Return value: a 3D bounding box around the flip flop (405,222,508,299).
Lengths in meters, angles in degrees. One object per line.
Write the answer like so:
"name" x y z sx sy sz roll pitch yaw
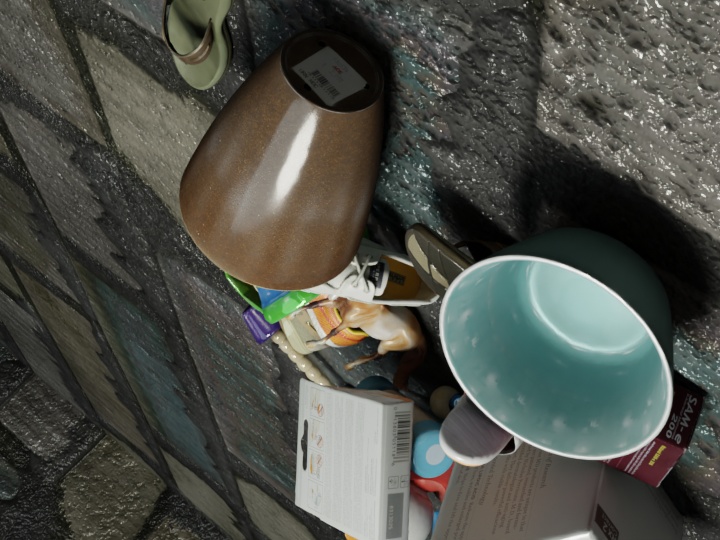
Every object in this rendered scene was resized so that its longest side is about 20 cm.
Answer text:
"flip flop" 0.133 0.008 1.041 0.198 0.058 0.081 24 155 7

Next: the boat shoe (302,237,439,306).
"boat shoe" 0.000 0.000 1.125 0.199 0.072 0.070 18 175 -37

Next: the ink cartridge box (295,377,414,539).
"ink cartridge box" -0.010 0.217 1.297 0.199 0.050 0.164 7 96 62

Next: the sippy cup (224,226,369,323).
"sippy cup" -0.078 -0.032 1.230 0.131 0.177 0.140 56 -176 -2

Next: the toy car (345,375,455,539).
"toy car" 0.041 0.263 1.345 0.176 0.201 0.184 36 178 -27

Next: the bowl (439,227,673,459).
"bowl" 0.176 0.046 0.924 0.199 0.105 0.202 20 133 24

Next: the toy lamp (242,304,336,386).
"toy lamp" -0.088 0.122 1.580 0.200 0.058 0.058 49 156 -10

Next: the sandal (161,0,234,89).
"sandal" -0.168 -0.244 1.100 0.080 0.057 0.201 41 156 8

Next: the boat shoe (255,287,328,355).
"boat shoe" -0.085 0.019 1.405 0.064 0.072 0.201 -14 121 22

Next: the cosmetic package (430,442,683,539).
"cosmetic package" 0.200 0.279 1.146 0.199 0.166 0.165 -22 116 33

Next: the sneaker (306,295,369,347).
"sneaker" -0.053 0.003 1.337 0.077 0.073 0.200 -26 114 42

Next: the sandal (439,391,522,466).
"sandal" 0.124 0.155 1.120 0.079 0.206 0.060 29 118 19

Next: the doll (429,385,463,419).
"doll" 0.157 0.189 1.299 0.199 0.049 0.137 25 160 39

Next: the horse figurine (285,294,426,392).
"horse figurine" 0.012 0.067 1.272 0.132 0.050 0.199 -29 133 32

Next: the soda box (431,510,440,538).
"soda box" 0.116 0.361 1.219 0.064 0.202 0.068 -23 133 33

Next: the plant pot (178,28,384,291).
"plant pot" -0.054 -0.113 1.012 0.187 0.187 0.200 41 143 7

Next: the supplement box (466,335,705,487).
"supplement box" 0.203 0.119 1.037 0.198 0.061 0.109 24 154 11
